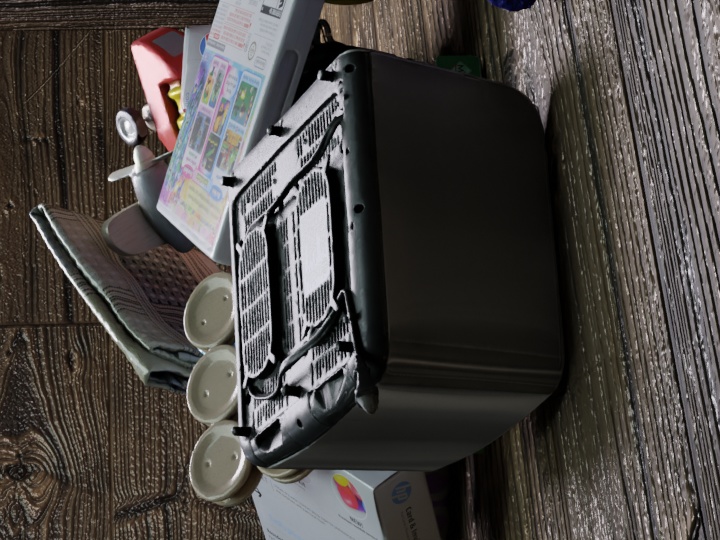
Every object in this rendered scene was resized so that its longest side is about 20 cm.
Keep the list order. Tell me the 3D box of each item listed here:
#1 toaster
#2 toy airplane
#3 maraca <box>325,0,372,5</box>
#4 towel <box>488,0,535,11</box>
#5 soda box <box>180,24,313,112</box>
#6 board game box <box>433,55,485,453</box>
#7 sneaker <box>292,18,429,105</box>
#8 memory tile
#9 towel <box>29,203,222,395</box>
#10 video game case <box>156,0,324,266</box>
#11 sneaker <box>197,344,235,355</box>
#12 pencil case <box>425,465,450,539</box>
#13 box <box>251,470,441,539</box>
[{"bbox_3d":[0.011,0.009,1.221,0.181,0.118,0.201,137,134,-58],"label":"toaster"},{"bbox_3d":[-0.088,-0.081,1.782,0.141,0.199,0.200,134,149,-56],"label":"toy airplane"},{"bbox_3d":[-0.002,-0.227,1.530,0.137,0.107,0.200,-60,7,-17],"label":"maraca"},{"bbox_3d":[0.067,-0.230,1.230,0.200,0.049,0.148,-105,8,-65],"label":"towel"},{"bbox_3d":[-0.043,-0.120,1.689,0.200,0.070,0.064,19,-106,-56],"label":"soda box"},{"bbox_3d":[0.059,-0.008,1.415,0.135,0.029,0.200,97,170,-62],"label":"board game box"},{"bbox_3d":[-0.010,-0.079,1.601,0.075,0.114,0.200,-37,-29,-39],"label":"sneaker"},{"bbox_3d":[-0.025,0.044,1.382,0.017,0.200,0.154,28,-133,-45],"label":"memory tile"},{"bbox_3d":[-0.131,0.030,1.744,0.035,0.192,0.200,-50,53,15],"label":"towel"},{"bbox_3d":[-0.078,-0.107,1.504,0.200,0.024,0.182,-145,71,-72],"label":"video game case"},{"bbox_3d":[-0.048,0.054,1.602,0.081,0.076,0.200,67,-163,1],"label":"sneaker"},{"bbox_3d":[0.019,0.106,1.575,0.084,0.085,0.201,-141,49,-85],"label":"pencil case"},{"bbox_3d":[-0.006,0.168,1.446,0.156,0.041,0.200,28,144,46],"label":"box"}]
